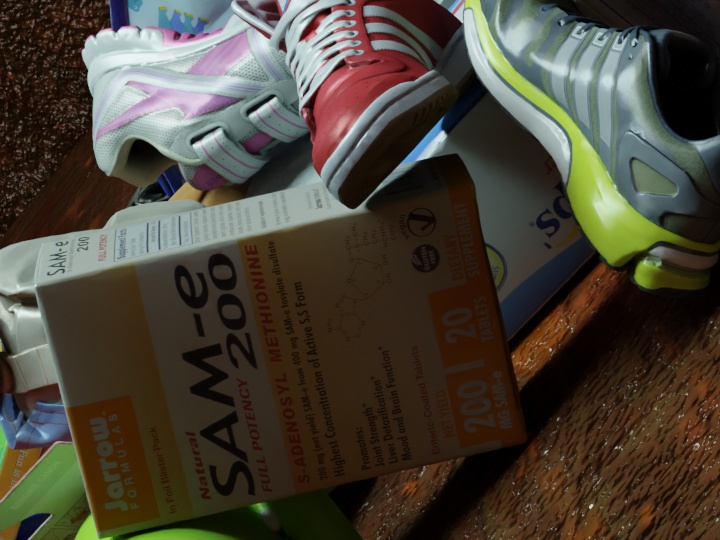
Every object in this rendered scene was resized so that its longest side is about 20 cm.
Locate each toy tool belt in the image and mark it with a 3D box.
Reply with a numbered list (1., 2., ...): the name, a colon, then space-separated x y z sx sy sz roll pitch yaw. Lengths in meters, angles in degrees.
1. toy tool belt: -0.141 0.048 1.393 0.200 0.123 0.125 -11 26 -12

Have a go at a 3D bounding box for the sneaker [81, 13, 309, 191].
1. sneaker: -0.061 -0.086 1.453 0.200 0.081 0.088 -8 71 34

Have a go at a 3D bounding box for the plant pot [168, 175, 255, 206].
1. plant pot: -0.066 0.033 1.531 0.200 0.140 0.200 -48 14 16

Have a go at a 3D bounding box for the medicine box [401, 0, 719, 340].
1. medicine box: 0.088 -0.081 1.384 0.182 0.103 0.200 -47 13 21

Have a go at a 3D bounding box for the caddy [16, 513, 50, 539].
1. caddy: -0.197 0.195 1.615 0.200 0.105 0.141 -40 16 44

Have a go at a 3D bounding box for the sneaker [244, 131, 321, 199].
1. sneaker: 0.000 0.000 1.434 0.071 0.099 0.200 -41 32 14

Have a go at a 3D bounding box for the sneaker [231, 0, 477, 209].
1. sneaker: -0.011 -0.099 1.208 0.071 0.112 0.200 -47 2 19

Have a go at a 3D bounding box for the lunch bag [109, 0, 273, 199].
1. lunch bag: -0.068 -0.146 1.599 0.170 0.127 0.200 -60 -25 -43

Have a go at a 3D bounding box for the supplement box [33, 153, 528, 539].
1. supplement box: -0.036 0.033 1.235 0.200 0.126 0.074 -13 15 -1

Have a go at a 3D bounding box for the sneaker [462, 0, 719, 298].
1. sneaker: 0.113 -0.081 1.184 0.081 0.074 0.200 -55 49 28

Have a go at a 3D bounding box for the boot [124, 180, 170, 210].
1. boot: -0.117 0.026 1.664 0.069 0.174 0.200 8 44 23

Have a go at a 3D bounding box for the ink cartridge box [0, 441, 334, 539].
1. ink cartridge box: -0.126 0.125 1.409 0.200 0.173 0.044 -45 47 42

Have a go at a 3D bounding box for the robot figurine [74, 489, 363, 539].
1. robot figurine: -0.084 0.161 1.278 0.175 0.116 0.200 -44 11 5

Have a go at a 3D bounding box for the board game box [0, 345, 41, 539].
1. board game box: -0.211 0.102 1.568 0.096 0.030 0.200 -7 68 61

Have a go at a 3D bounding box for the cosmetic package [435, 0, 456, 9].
1. cosmetic package: 0.062 -0.132 1.627 0.074 0.102 0.200 -52 11 -4
